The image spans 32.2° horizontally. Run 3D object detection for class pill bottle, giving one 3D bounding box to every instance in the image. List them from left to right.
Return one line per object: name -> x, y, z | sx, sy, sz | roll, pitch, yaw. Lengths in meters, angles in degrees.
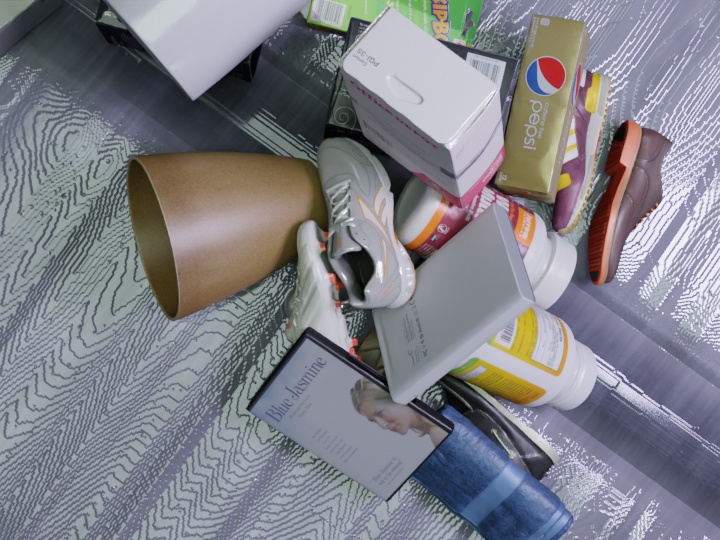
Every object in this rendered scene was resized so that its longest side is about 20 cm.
pill bottle -> 0.142, -0.037, 1.428 | 0.199, 0.110, 0.110 | 28, 86, -17
pill bottle -> 0.171, 0.089, 1.409 | 0.200, 0.111, 0.111 | 26, 85, -32

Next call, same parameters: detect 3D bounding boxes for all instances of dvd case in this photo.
dvd case -> -0.013, 0.164, 1.403 | 0.200, 0.018, 0.143 | 34, 124, -6

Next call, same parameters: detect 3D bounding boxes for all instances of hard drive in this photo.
hard drive -> 0.095, 0.037, 1.337 | 0.027, 0.132, 0.200 | 22, 130, -35

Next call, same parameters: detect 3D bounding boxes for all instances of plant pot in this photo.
plant pot -> -0.141, -0.058, 1.404 | 0.199, 0.186, 0.187 | -15, 88, -19

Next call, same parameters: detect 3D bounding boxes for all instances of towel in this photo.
towel -> 0.140, 0.249, 1.432 | 0.200, 0.112, 0.049 | 41, 41, 2

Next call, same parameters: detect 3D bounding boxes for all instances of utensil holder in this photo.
utensil holder -> -0.155, -0.303, 1.306 | 0.200, 0.170, 0.170 | -41, 90, -2

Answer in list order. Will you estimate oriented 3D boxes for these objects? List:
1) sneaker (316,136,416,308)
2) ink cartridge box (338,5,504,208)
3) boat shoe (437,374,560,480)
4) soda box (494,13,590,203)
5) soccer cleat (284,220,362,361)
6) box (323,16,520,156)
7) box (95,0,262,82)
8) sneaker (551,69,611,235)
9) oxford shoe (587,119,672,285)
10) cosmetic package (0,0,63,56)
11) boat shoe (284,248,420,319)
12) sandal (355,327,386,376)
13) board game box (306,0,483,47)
sneaker -> -0.006, -0.051, 1.350 | 0.076, 0.092, 0.201 | -26, 83, 32
ink cartridge box -> 0.068, -0.160, 1.269 | 0.146, 0.200, 0.083 | 39, 84, 15
boat shoe -> 0.140, 0.176, 1.452 | 0.200, 0.072, 0.068 | 43, 86, -3
soda box -> 0.207, -0.182, 1.417 | 0.064, 0.068, 0.201 | 11, 86, 16
soccer cleat -> -0.053, 0.043, 1.387 | 0.077, 0.069, 0.201 | -8, 110, 11
box -> 0.067, -0.197, 1.444 | 0.199, 0.115, 0.133 | 14, 85, -3
box -> -0.188, -0.344, 1.439 | 0.181, 0.104, 0.201 | 14, 87, -2
sneaker -> 0.235, -0.143, 1.478 | 0.090, 0.075, 0.201 | 12, 81, 6
oxford shoe -> 0.321, -0.074, 1.477 | 0.072, 0.071, 0.201 | 16, 86, -8
cosmetic package -> -0.448, -0.358, 1.435 | 0.107, 0.090, 0.200 | -39, 93, -5
boat shoe -> 0.000, 0.000, 1.452 | 0.200, 0.069, 0.071 | -37, 87, -6
sandal -> 0.022, 0.145, 1.460 | 0.080, 0.054, 0.201 | 18, 101, 3
board game box -> 0.043, -0.315, 1.491 | 0.199, 0.030, 0.096 | 14, 87, 0
